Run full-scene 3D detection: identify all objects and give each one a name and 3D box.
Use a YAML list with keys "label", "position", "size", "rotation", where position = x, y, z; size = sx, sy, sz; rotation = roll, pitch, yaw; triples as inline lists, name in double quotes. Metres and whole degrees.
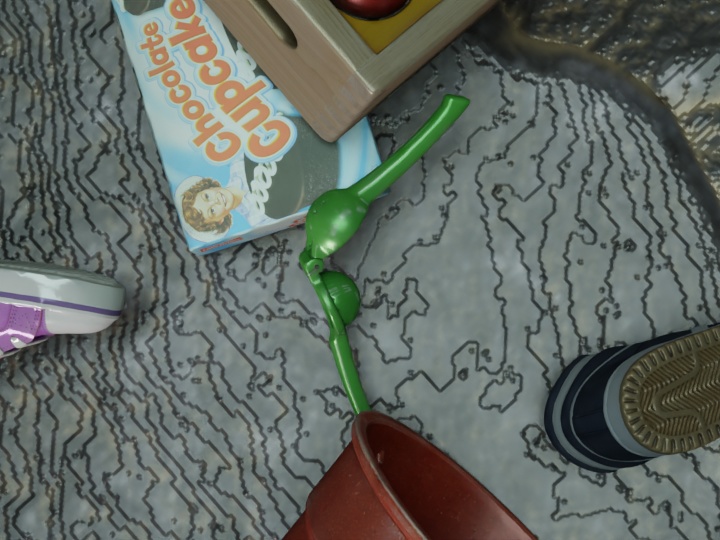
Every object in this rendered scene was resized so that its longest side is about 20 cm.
- label: "lime squeezer"
  position: [0.000, 0.000, 0.864]
  size: [0.070, 0.038, 0.201]
  rotation: [5, 103, -31]
- label: "pounding toy"
  position: [-0.019, -0.193, 0.815]
  size: [0.184, 0.142, 0.200]
  rotation: [-41, 92, -17]
- label: "snack box"
  position: [-0.068, -0.120, 0.899]
  size: [0.116, 0.037, 0.200]
  rotation: [-18, 85, 1]
- label: "plant pot"
  position: [0.004, 0.209, 0.807]
  size: [0.201, 0.201, 0.195]
  rotation: [45, 98, 5]
- label: "sneaker"
  position: [-0.223, 0.050, 0.887]
  size: [0.200, 0.073, 0.115]
  rotation: [0, 90, 14]
- label: "sneaker"
  position: [0.191, 0.059, 0.864]
  size: [0.200, 0.108, 0.070]
  rotation: [-11, 82, -28]
